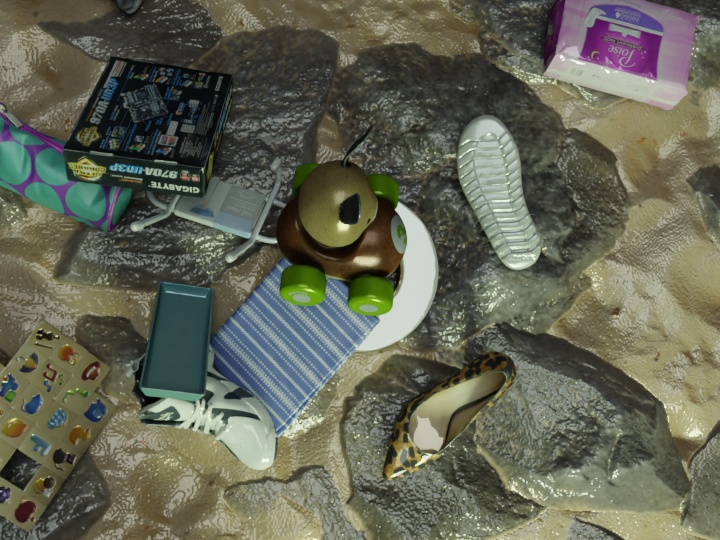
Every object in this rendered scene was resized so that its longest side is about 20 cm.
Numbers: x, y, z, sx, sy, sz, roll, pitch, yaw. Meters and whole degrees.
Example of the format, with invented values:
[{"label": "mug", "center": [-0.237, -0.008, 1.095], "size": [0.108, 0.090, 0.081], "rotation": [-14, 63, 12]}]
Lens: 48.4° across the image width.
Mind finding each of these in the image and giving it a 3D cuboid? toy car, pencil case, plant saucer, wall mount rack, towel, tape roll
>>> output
[{"label": "toy car", "center": [-0.009, -0.067, 0.887], "size": [0.155, 0.200, 0.167], "rotation": [8, 65, -9]}, {"label": "pencil case", "center": [-0.372, -0.125, 0.966], "size": [0.198, 0.085, 0.093], "rotation": [25, 122, -4]}, {"label": "plant saucer", "center": [-0.208, 0.078, 0.919], "size": [0.069, 0.201, 0.019], "rotation": [9, 122, -13]}, {"label": "wall mount rack", "center": [-0.178, -0.077, 0.961], "size": [0.197, 0.075, 0.175], "rotation": [17, 55, 5]}, {"label": "towel", "center": [-0.090, 0.086, 0.977], "size": [0.145, 0.024, 0.200], "rotation": [43, 94, 6]}, {"label": "tape roll", "center": [0.000, 0.000, 1.017], "size": [0.199, 0.037, 0.206], "rotation": [1, 81, -6]}]

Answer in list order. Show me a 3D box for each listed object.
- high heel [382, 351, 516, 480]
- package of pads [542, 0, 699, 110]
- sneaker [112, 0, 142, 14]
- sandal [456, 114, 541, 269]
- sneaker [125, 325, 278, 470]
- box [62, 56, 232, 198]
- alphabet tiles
[{"label": "high heel", "center": [0.100, 0.174, 0.948], "size": [0.071, 0.143, 0.200], "rotation": [44, 79, 1]}, {"label": "package of pads", "center": [0.350, -0.303, 1.085], "size": [0.197, 0.076, 0.122], "rotation": [13, 79, -5]}, {"label": "sneaker", "center": [-0.344, -0.376, 1.013], "size": [0.198, 0.076, 0.115], "rotation": [-27, 83, -12]}, {"label": "sandal", "center": [0.177, -0.100, 1.051], "size": [0.081, 0.050, 0.206], "rotation": [-16, 96, 6]}, {"label": "sneaker", "center": [-0.190, 0.164, 0.915], "size": [0.079, 0.129, 0.200], "rotation": [-37, 85, 33]}, {"label": "box", "center": [-0.244, -0.175, 0.954], "size": [0.156, 0.046, 0.202], "rotation": [7, 44, -4]}, {"label": "alphabet tiles", "center": [-0.387, 0.166, 0.921], "size": [0.167, 0.008, 0.201], "rotation": [41, 67, -20]}]
